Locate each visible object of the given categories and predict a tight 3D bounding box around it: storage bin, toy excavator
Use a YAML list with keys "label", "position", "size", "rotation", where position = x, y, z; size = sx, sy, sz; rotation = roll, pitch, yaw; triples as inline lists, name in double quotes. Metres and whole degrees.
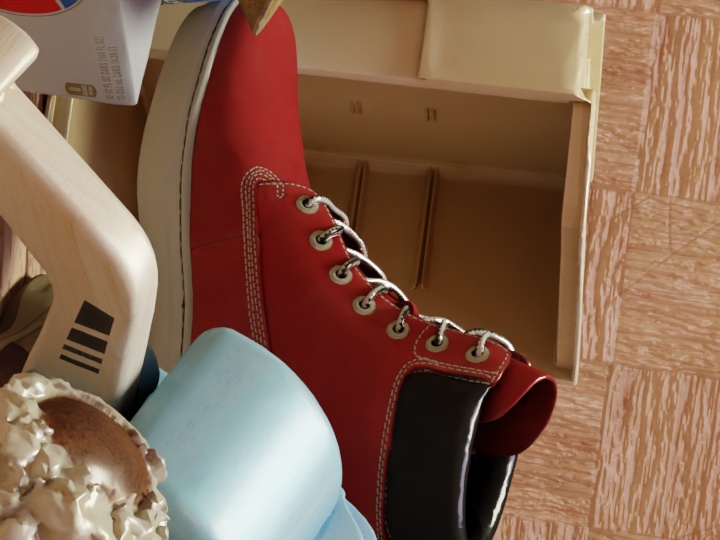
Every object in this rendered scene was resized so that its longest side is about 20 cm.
- label: "storage bin"
  position: [-0.008, -0.038, 1.118]
  size: [0.199, 0.199, 0.094]
  rotation: [81, 16, -71]
- label: "toy excavator"
  position: [-0.070, 0.037, 0.831]
  size: [0.100, 0.194, 0.200]
  rotation: [-52, 172, -41]

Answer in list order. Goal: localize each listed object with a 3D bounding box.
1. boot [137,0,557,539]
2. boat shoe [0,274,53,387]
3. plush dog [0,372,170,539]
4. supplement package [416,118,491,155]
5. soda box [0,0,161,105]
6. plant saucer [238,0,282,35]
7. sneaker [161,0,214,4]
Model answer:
- label: "boot"
  position: [0.000, 0.000, 0.956]
  size: [0.072, 0.144, 0.201]
  rotation: [24, 64, -60]
- label: "boat shoe"
  position: [-0.099, 0.058, 0.981]
  size: [0.200, 0.072, 0.072]
  rotation: [-66, 163, -69]
- label: "plush dog"
  position: [-0.119, 0.150, 0.762]
  size: [0.200, 0.160, 0.172]
  rotation: [66, 34, -20]
- label: "supplement package"
  position: [-0.014, -0.141, 1.143]
  size: [0.200, 0.155, 0.111]
  rotation: [83, 16, -71]
- label: "soda box"
  position: [-0.095, -0.130, 0.813]
  size: [0.200, 0.063, 0.068]
  rotation: [86, 12, -60]
- label: "plant saucer"
  position: [0.007, -0.164, 0.853]
  size: [0.200, 0.035, 0.200]
  rotation: [-58, -178, 4]
- label: "sneaker"
  position: [-0.071, -0.153, 0.914]
  size: [0.200, 0.085, 0.077]
  rotation: [86, 13, -61]
